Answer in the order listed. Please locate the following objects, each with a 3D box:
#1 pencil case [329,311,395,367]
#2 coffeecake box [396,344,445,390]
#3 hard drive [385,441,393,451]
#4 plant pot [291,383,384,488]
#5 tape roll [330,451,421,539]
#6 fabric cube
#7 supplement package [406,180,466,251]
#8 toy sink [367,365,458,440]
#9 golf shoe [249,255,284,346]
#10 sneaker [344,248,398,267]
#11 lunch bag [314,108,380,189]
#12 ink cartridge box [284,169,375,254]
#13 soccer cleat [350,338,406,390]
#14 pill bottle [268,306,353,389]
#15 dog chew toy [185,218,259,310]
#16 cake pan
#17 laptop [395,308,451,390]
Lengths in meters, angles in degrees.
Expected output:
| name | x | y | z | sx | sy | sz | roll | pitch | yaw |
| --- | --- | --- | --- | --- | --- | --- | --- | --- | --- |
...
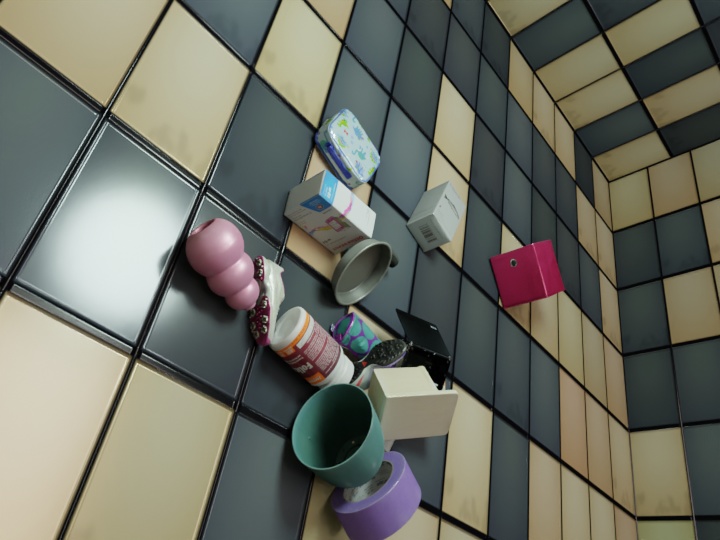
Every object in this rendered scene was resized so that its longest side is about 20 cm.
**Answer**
| name | x | y | z | sx | sy | sz | roll | pitch | yaw |
| --- | --- | --- | --- | --- | --- | --- | --- | --- | --- |
| pencil case | 0.010 | 0.201 | 1.511 | 0.200 | 0.084 | 0.094 | 46 | 64 | -28 |
| coffeecake box | 0.164 | 0.326 | 1.609 | 0.151 | 0.072 | 0.207 | 27 | 56 | -40 |
| hard drive | 0.071 | 0.366 | 1.563 | 0.134 | 0.026 | 0.201 | 56 | 42 | -18 |
| plant pot | -0.034 | 0.387 | 1.307 | 0.163 | 0.194 | 0.204 | 61 | 37 | -39 |
| tape roll | 0.035 | 0.511 | 1.325 | 0.087 | 0.197 | 0.200 | 60 | 41 | -10 |
| fabric cube | 0.640 | 0.014 | 2.245 | 0.197 | 0.192 | 0.206 | -10 | 84 | -51 |
| supplement package | 0.253 | -0.180 | 1.928 | 0.118 | 0.115 | 0.202 | 51 | 43 | -20 |
| toy sink | 0.121 | 0.319 | 1.427 | 0.193 | 0.134 | 0.113 | 1 | 28 | -20 |
| golf shoe | -0.204 | 0.070 | 1.326 | 0.090 | 0.074 | 0.207 | 16 | 64 | -48 |
| sneaker | 0.027 | -0.040 | 1.657 | 0.196 | 0.072 | 0.085 | 24 | 73 | -35 |
| lunch bag | -0.038 | -0.348 | 1.682 | 0.202 | 0.081 | 0.162 | 53 | 41 | -20 |
| ink cartridge box | -0.076 | -0.145 | 1.505 | 0.198 | 0.142 | 0.087 | 36 | 50 | -35 |
| soccer cleat | 0.036 | 0.243 | 1.459 | 0.074 | 0.197 | 0.069 | 51 | 8 | -42 |
| pill bottle | -0.110 | 0.191 | 1.352 | 0.200 | 0.112 | 0.116 | 47 | 45 | -25 |
| dog chew toy | -0.282 | -0.005 | 1.234 | 0.125 | 0.122 | 0.204 | -52 | 122 | -46 |
| cake pan | 0.000 | 0.000 | 1.522 | 0.037 | 0.204 | 0.197 | 42 | 29 | 28 |
| laptop | 0.151 | 0.232 | 1.570 | 0.174 | 0.102 | 0.206 | 23 | 84 | -37 |
